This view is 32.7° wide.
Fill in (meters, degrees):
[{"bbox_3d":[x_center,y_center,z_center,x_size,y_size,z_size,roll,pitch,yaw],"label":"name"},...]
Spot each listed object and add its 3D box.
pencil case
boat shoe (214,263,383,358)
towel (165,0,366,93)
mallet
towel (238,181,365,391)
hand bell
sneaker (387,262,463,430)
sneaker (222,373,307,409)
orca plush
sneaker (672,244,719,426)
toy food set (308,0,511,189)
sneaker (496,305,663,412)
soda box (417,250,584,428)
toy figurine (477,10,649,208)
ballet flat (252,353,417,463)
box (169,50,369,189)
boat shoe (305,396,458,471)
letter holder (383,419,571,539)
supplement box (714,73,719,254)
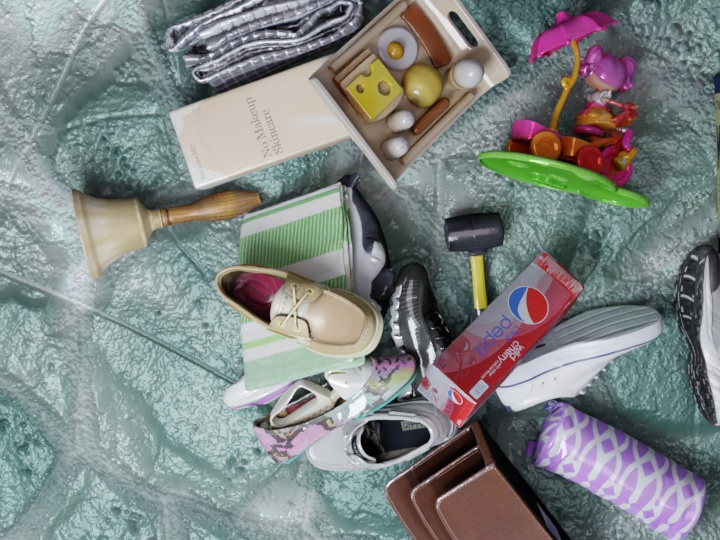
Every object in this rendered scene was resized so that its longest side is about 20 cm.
[{"bbox_3d":[0.281,0.224,1.354,0.200,0.084,0.086,29,132,2],"label":"pencil case"},{"bbox_3d":[-0.069,0.040,1.257,0.200,0.066,0.074,14,86,35],"label":"boat shoe"},{"bbox_3d":[-0.092,-0.252,1.285,0.200,0.166,0.086,-22,100,5],"label":"towel"},{"bbox_3d":[0.124,0.034,1.366,0.066,0.041,0.200,1,100,2],"label":"mallet"},{"bbox_3d":[-0.067,0.018,1.317,0.152,0.023,0.200,-16,70,29],"label":"towel"},{"bbox_3d":[-0.210,-0.061,1.360,0.200,0.104,0.104,-13,95,-8],"label":"hand bell"},{"bbox_3d":[0.084,0.089,1.346,0.090,0.066,0.200,1,100,29],"label":"sneaker"},{"bbox_3d":[-0.079,0.076,1.368,0.200,0.075,0.100,-37,86,-2],"label":"sneaker"},{"bbox_3d":[0.000,0.000,1.336,0.105,0.071,0.200,-27,63,25],"label":"orca plush"},{"bbox_3d":[0.396,0.066,1.341,0.079,0.074,0.200,-14,101,-5],"label":"sneaker"},{"bbox_3d":[0.055,-0.202,1.287,0.200,0.060,0.144,-45,105,-24],"label":"toy food set"},{"bbox_3d":[0.240,0.098,1.356,0.200,0.073,0.071,-19,118,6],"label":"sneaker"},{"bbox_3d":[0.150,0.071,1.296,0.063,0.070,0.200,41,61,12],"label":"soda box"},{"bbox_3d":[0.241,-0.180,1.303,0.200,0.150,0.184,16,87,-20],"label":"toy figurine"},{"bbox_3d":[-0.035,0.137,1.321,0.200,0.069,0.071,-34,116,18],"label":"ballet flat"},{"bbox_3d":[-0.096,-0.162,1.335,0.200,0.078,0.095,-20,94,5],"label":"box"},{"bbox_3d":[0.012,0.185,1.334,0.200,0.066,0.072,-13,96,33],"label":"boat shoe"},{"bbox_3d":[0.132,0.291,1.332,0.142,0.101,0.200,-35,110,7],"label":"letter holder"},{"bbox_3d":[0.485,-0.114,1.280,0.200,0.134,0.200,-2,96,3],"label":"supplement box"}]
